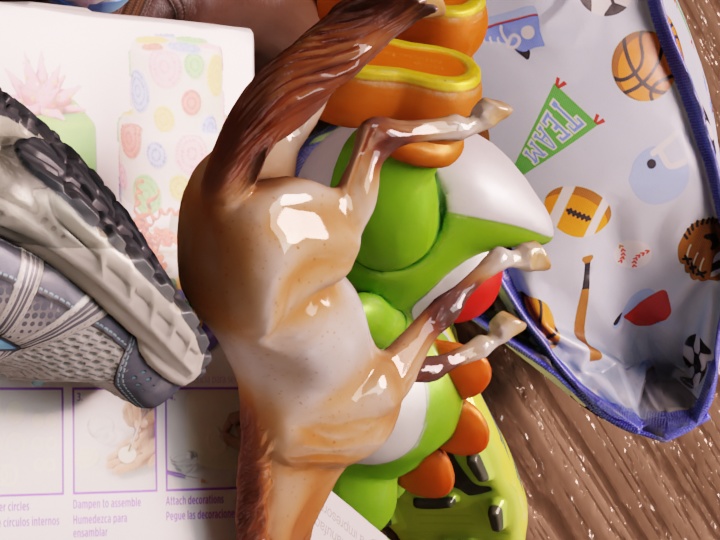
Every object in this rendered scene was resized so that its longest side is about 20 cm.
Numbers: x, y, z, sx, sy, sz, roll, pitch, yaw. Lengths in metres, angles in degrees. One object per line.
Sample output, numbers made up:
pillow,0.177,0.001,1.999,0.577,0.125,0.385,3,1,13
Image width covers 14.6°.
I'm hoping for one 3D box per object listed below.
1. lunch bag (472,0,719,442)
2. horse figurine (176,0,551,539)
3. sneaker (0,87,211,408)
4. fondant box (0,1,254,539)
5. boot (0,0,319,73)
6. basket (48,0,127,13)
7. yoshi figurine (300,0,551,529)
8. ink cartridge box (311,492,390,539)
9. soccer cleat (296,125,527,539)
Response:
lunch bag,0.088,-0.040,1.135,0.170,0.123,0.201,-80,148,-77
horse figurine,-0.005,0.003,0.821,0.132,0.050,0.201,-37,135,-23
sneaker,-0.117,-0.007,0.740,0.200,0.086,0.078,41,8,-50
fondant box,-0.102,0.024,0.828,0.144,0.058,0.201,2,87,-41
boot,-0.082,-0.044,0.952,0.186,0.064,0.201,43,47,-41
basket,-0.078,-0.170,0.819,0.176,0.200,0.139,38,59,-1
yoshi figurine,-0.015,0.000,0.951,0.112,0.112,0.201,-16,129,-33
ink cartridge box,-0.035,0.183,0.929,0.145,0.084,0.201,43,45,-45
soccer cleat,0.022,0.033,1.096,0.201,0.064,0.084,63,32,-24
